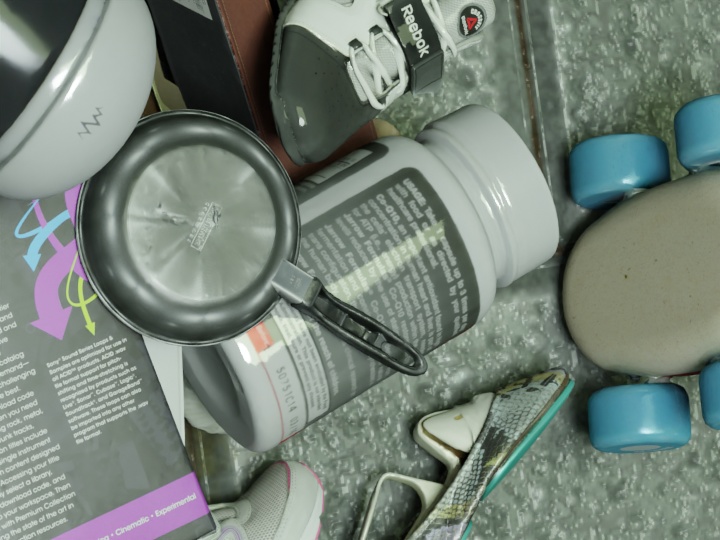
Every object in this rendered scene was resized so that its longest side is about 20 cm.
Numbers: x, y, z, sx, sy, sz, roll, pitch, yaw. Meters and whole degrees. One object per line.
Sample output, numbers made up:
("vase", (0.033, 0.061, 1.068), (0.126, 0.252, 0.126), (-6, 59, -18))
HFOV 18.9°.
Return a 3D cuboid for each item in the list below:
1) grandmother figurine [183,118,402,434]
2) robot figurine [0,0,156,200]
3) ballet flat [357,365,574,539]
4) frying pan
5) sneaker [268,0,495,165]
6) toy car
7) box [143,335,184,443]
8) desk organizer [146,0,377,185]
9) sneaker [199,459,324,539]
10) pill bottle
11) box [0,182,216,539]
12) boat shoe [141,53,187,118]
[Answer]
("grandmother figurine", (-0.029, 0.013, 1.227), (0.121, 0.061, 0.200), (40, 75, 3))
("robot figurine", (-0.186, -0.118, 0.968), (0.199, 0.150, 0.125), (33, 52, -22))
("ballet flat", (0.049, 0.123, 1.255), (0.072, 0.072, 0.201), (40, 72, -19))
("frying pan", (-0.058, 0.008, 1.051), (0.115, 0.031, 0.190), (-40, 98, -19))
("sneaker", (0.020, -0.130, 1.129), (0.201, 0.088, 0.074), (-60, 139, -41))
("toy car", (0.242, 0.010, 1.300), (0.199, 0.176, 0.186), (6, 74, -37))
("box", (-0.203, 0.062, 1.104), (0.198, 0.124, 0.098), (-2, 90, -25))
("desk organizer", (-0.059, -0.133, 1.158), (0.077, 0.072, 0.201), (-39, 134, -24))
("sneaker", (-0.105, 0.162, 1.170), (0.200, 0.081, 0.089), (-40, 106, -21))
("pill bottle", (0.000, 0.000, 1.148), (0.199, 0.114, 0.115), (-30, 101, -18))
("box", (-0.168, 0.061, 1.032), (0.142, 0.036, 0.201), (-23, 99, -25))
("boat shoe", (-0.151, -0.120, 1.161), (0.068, 0.072, 0.201), (-30, 101, -24))
